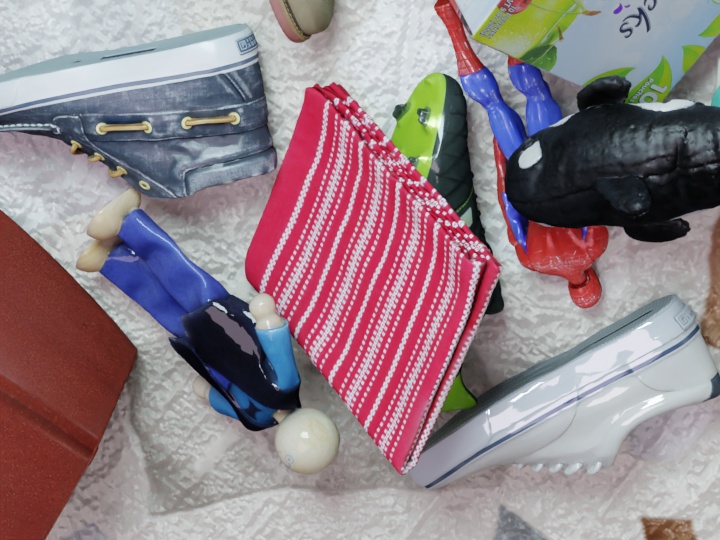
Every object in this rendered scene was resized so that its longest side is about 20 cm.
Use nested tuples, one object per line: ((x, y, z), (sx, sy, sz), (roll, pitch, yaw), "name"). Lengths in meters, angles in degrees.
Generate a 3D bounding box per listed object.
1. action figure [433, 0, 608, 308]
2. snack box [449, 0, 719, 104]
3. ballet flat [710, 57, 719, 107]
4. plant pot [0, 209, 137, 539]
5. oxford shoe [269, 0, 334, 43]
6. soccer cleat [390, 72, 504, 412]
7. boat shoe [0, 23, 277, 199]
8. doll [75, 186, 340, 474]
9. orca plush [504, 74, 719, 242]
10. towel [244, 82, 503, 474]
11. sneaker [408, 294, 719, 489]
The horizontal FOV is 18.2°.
((0.101, -0.068, 1.282), (0.065, 0.052, 0.201), (-10, 110, 26), "action figure")
((0.157, -0.189, 1.179), (0.142, 0.053, 0.200), (17, 123, -38), "snack box")
((0.239, -0.128, 1.217), (0.200, 0.067, 0.071), (-48, 66, 25), "ballet flat")
((-0.251, 0.085, 1.379), (0.176, 0.200, 0.200), (29, 115, -8), "plant pot")
((-0.023, -0.226, 1.256), (0.074, 0.070, 0.201), (0, 109, 12), "oxford shoe")
((0.046, -0.014, 1.315), (0.081, 0.067, 0.201), (4, 99, -25), "soccer cleat")
((-0.148, -0.084, 1.342), (0.199, 0.071, 0.092), (-8, 104, 19), "boat shoe")
((-0.086, 0.044, 1.358), (0.200, 0.048, 0.137), (44, 147, 9), "doll")
((0.163, -0.039, 1.193), (0.199, 0.071, 0.106), (9, 130, 19), "orca plush")
((0.000, 0.000, 1.285), (0.200, 0.022, 0.145), (50, 127, 43), "towel")
((0.119, 0.090, 1.317), (0.199, 0.073, 0.071), (-30, 94, 24), "sneaker")
